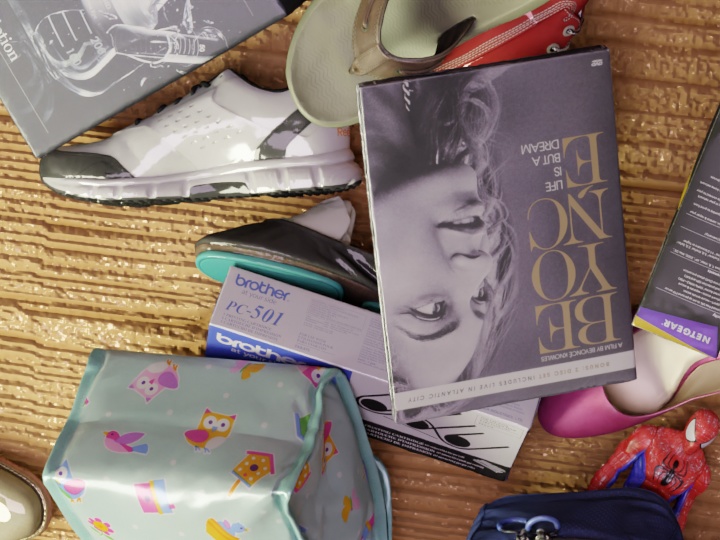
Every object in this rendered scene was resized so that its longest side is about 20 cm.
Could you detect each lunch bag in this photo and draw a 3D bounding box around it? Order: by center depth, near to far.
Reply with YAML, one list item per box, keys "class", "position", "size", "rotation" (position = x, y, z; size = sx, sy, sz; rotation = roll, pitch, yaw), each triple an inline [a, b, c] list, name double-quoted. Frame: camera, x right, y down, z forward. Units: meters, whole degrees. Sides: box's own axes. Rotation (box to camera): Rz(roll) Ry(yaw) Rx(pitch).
- class: "lunch bag"
  position: [0.124, 0.227, 1.560]
  size: [0.135, 0.132, 0.201]
  rotation: [-8, 111, 20]
- class: "lunch bag"
  position: [-0.076, 0.145, 1.622]
  size: [0.170, 0.122, 0.200]
  rotation: [3, 144, 21]

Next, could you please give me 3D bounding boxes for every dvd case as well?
- class: "dvd case"
  position: [0.080, -0.020, 1.523]
  size: [0.148, 0.016, 0.201]
  rotation: [-10, 107, -11]

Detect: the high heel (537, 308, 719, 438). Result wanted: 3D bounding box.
- class: "high heel"
  position: [0.189, 0.058, 1.569]
  size: [0.200, 0.096, 0.067]
  rotation: [-23, 102, 17]

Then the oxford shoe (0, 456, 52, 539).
- class: "oxford shoe"
  position: [-0.300, 0.152, 1.713]
  size: [0.199, 0.074, 0.071]
  rotation: [4, 107, 11]

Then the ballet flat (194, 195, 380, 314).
- class: "ballet flat"
  position: [0.000, 0.000, 1.612]
  size: [0.200, 0.068, 0.069]
  rotation: [20, 68, -5]

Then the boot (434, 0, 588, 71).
- class: "boot"
  position: [0.114, -0.128, 1.549]
  size: [0.200, 0.072, 0.145]
  rotation: [-20, 101, 25]

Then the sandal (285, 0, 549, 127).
- class: "sandal"
  position: [0.032, -0.148, 1.502]
  size: [0.201, 0.057, 0.080]
  rotation: [-32, 97, 30]

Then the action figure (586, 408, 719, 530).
- class: "action figure"
  position: [0.156, 0.160, 1.624]
  size: [0.065, 0.052, 0.200]
  rotation: [33, 112, -5]

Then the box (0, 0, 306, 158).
- class: "box"
  position: [-0.155, -0.202, 1.565]
  size: [0.182, 0.104, 0.200]
  rotation: [-29, 99, 17]

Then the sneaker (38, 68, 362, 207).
- class: "sneaker"
  position: [-0.098, -0.080, 1.615]
  size: [0.199, 0.074, 0.080]
  rotation: [-5, 90, 9]

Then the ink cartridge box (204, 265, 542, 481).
- class: "ink cartridge box"
  position: [0.006, 0.063, 1.604]
  size: [0.199, 0.094, 0.044]
  rotation: [19, 65, 1]

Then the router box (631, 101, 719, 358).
- class: "router box"
  position: [0.213, -0.057, 1.476]
  size: [0.052, 0.200, 0.158]
  rotation: [22, 110, 6]
